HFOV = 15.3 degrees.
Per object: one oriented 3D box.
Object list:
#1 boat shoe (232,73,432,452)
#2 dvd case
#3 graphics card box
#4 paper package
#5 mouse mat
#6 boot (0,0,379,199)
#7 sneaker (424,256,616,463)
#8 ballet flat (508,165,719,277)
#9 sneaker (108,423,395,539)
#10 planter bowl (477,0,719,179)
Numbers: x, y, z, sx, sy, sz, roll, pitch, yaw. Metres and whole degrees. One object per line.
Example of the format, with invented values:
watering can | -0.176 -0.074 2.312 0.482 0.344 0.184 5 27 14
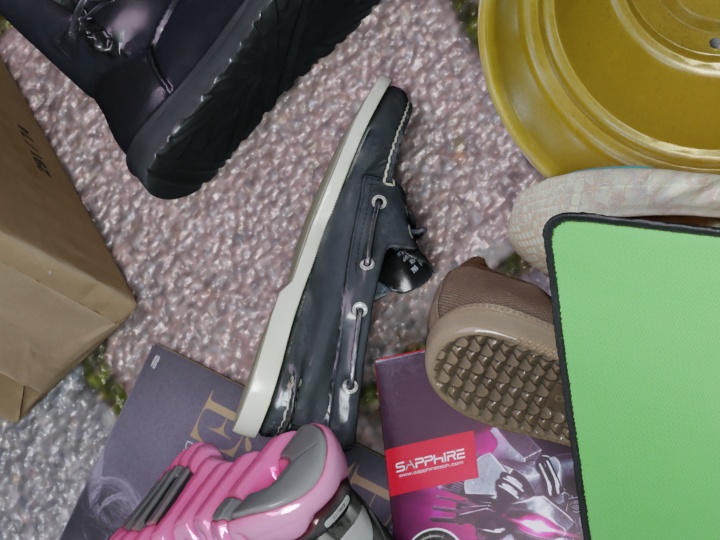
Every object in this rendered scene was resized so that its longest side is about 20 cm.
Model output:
boat shoe | 0.000 -0.001 1.275 0.066 0.075 0.200 22 57 -3
dvd case | -0.059 0.138 1.297 0.199 0.016 0.149 24 87 33
graphics card box | 0.079 0.125 1.194 0.125 0.051 0.201 -12 70 17
paper package | -0.229 -0.043 1.348 0.103 0.191 0.200 -39 60 11
mouse mat | 0.156 0.066 1.065 0.160 0.201 0.008 8 36 25
boot | -0.088 -0.159 1.371 0.200 0.076 0.168 -47 61 16
sneaker | 0.121 0.050 1.139 0.071 0.199 0.076 -54 16 33
ballet flat | 0.137 -0.010 1.150 0.199 0.068 0.062 -5 41 38
sneaker | -0.046 0.130 1.224 0.079 0.095 0.200 -53 19 -23
planter bowl | 0.156 -0.119 1.189 0.200 0.201 0.084 -22 23 22
